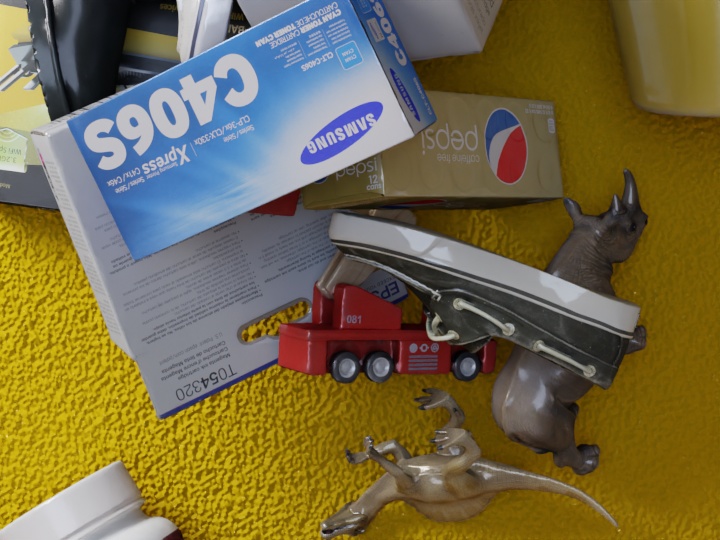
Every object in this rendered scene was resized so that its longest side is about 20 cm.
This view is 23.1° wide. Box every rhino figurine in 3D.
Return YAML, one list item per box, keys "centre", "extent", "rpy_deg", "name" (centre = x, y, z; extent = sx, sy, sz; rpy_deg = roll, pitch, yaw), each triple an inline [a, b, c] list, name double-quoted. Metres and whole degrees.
- centre: [0.144, 0.029, 1.150]
  extent: [0.060, 0.087, 0.200]
  rpy_deg: [18, 88, 48]
  name: "rhino figurine"

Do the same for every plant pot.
- centre: [0.234, -0.199, 1.114]
  extent: [0.201, 0.201, 0.189]
  rpy_deg: [-3, 104, 5]
  name: "plant pot"

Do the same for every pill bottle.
- centre: [-0.147, 0.234, 1.160]
  extent: [0.114, 0.114, 0.200]
  rpy_deg: [-32, 86, 3]
  name: "pill bottle"

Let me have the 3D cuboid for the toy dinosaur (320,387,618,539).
- centre: [0.064, 0.132, 1.165]
  extent: [0.200, 0.058, 0.101]
  rpy_deg: [-8, 128, 17]
  name: "toy dinosaur"

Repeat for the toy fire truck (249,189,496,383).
- centre: [0.000, 0.000, 1.138]
  extent: [0.200, 0.049, 0.141]
  rpy_deg: [1, 95, -28]
  name: "toy fire truck"

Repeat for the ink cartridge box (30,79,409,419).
- centre: [-0.086, -0.035, 1.140]
  extent: [0.196, 0.043, 0.200]
  rpy_deg: [-25, 109, -22]
  name: "ink cartridge box"

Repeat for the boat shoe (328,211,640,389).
- centre: [0.070, 0.018, 1.082]
  extent: [0.200, 0.071, 0.064]
  rpy_deg: [20, 93, -1]
  name: "boat shoe"

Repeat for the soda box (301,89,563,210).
- centre: [0.047, -0.074, 1.111]
  extent: [0.064, 0.200, 0.068]
  rpy_deg: [-7, 87, 37]
  name: "soda box"

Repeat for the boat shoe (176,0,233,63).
- centre: [-0.108, -0.216, 1.076]
  extent: [0.070, 0.071, 0.200]
  rpy_deg: [3, 88, -7]
  name: "boat shoe"

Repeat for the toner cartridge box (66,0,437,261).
- centre: [-0.065, -0.086, 1.017]
  extent: [0.200, 0.043, 0.095]
  rpy_deg: [-23, 98, 26]
  name: "toner cartridge box"

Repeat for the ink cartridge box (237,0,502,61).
- centre: [0.014, -0.242, 1.056]
  extent: [0.145, 0.147, 0.200]
  rpy_deg: [-2, 47, 30]
  name: "ink cartridge box"

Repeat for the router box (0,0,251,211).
- centre: [-0.161, -0.113, 1.202]
  extent: [0.200, 0.052, 0.157]
  rpy_deg: [7, 89, 5]
  name: "router box"

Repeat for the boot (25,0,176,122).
- centre: [-0.134, -0.182, 1.143]
  extent: [0.162, 0.073, 0.198]
  rpy_deg: [-10, 88, -4]
  name: "boot"
